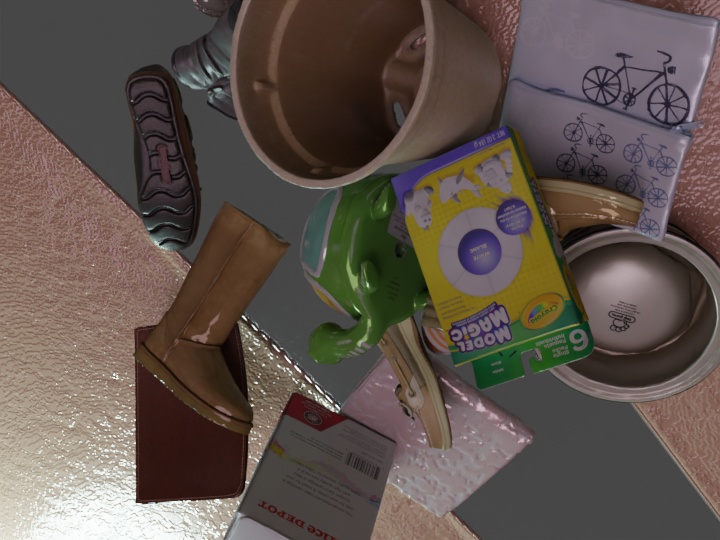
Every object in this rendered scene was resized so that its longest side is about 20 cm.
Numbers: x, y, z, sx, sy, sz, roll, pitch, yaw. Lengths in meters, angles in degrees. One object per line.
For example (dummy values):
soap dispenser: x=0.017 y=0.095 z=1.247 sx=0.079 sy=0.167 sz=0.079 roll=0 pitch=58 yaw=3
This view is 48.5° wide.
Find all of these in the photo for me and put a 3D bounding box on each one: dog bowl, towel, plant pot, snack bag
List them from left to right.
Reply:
plant pot: x=0.022 y=-0.169 z=0.684 sx=0.199 sy=0.183 sz=0.202 roll=3 pitch=95 yaw=35
towel: x=0.078 y=0.196 z=0.978 sx=0.199 sy=0.032 sz=0.191 roll=35 pitch=122 yaw=-4
snack bag: x=0.210 y=-0.146 z=0.715 sx=0.188 sy=0.021 sz=0.201 roll=27 pitch=126 yaw=32
dog bowl: x=0.270 y=0.032 z=0.811 sx=0.199 sy=0.074 sz=0.201 roll=6 pitch=120 yaw=11

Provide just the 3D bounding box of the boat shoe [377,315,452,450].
boat shoe: x=0.046 y=0.106 z=0.881 sx=0.063 sy=0.073 sz=0.202 roll=-21 pitch=91 yaw=2

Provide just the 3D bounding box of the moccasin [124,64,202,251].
moccasin: x=-0.213 y=-0.119 z=0.868 sx=0.073 sy=0.078 sz=0.203 roll=-9 pitch=112 yaw=3

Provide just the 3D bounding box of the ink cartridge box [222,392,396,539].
ink cartridge box: x=-0.056 y=0.257 z=0.913 sx=0.145 sy=0.200 sz=0.083 roll=28 pitch=123 yaw=-2

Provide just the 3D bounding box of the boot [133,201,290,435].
boot: x=-0.138 y=0.048 z=0.858 sx=0.175 sy=0.066 sz=0.201 roll=33 pitch=88 yaw=21

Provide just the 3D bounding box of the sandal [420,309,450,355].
sandal: x=0.111 y=0.031 z=0.821 sx=0.206 sy=0.059 sz=0.080 roll=-35 pitch=67 yaw=51

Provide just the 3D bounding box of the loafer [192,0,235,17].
loafer: x=-0.076 y=-0.278 z=0.743 sx=0.199 sy=0.063 sz=0.072 roll=-7 pitch=115 yaw=19

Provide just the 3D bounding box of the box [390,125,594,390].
box: x=0.112 y=-0.006 z=0.680 sx=0.117 sy=0.048 sz=0.201 roll=-23 pitch=83 yaw=25

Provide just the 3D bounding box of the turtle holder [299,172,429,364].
turtle holder: x=0.007 y=-0.005 z=0.816 sx=0.131 sy=0.140 sz=0.187 roll=6 pitch=106 yaw=44

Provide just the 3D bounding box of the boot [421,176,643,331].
boot: x=0.148 y=-0.005 z=0.725 sx=0.199 sy=0.073 sz=0.157 roll=6 pitch=87 yaw=32

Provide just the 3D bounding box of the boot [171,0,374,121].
boot: x=-0.079 y=-0.181 z=0.800 sx=0.200 sy=0.070 sz=0.131 roll=39 pitch=142 yaw=-25

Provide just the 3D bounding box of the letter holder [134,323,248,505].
letter holder: x=-0.176 y=0.162 z=0.932 sx=0.141 sy=0.101 sz=0.201 roll=-9 pitch=76 yaw=18
